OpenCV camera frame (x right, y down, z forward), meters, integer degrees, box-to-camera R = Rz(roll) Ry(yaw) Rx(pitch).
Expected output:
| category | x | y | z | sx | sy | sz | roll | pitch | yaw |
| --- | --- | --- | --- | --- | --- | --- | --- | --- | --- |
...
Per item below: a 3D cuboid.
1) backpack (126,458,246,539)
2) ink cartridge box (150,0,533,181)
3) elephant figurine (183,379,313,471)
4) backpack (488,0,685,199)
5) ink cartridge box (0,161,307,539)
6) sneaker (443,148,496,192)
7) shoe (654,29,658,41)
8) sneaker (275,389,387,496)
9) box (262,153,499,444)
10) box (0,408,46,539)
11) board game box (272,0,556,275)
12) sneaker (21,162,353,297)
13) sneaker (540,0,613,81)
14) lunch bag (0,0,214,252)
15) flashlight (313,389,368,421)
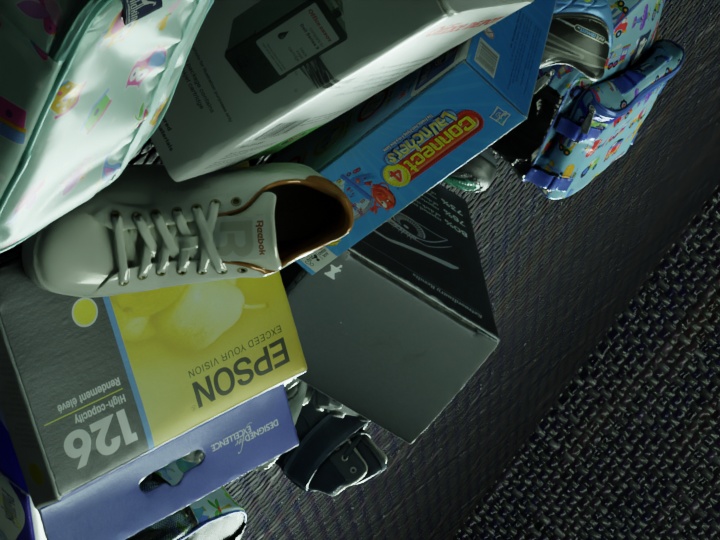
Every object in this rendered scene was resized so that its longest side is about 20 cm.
| category | x | y | z | sx | sy | sz | roll | pitch | yaw |
| --- | --- | --- | --- | --- | --- | --- | --- | --- | --- |
| backpack | -0.194 | 0.221 | 2.013 | 0.200 | 0.147 | 0.183 | -23 | 152 | -56 |
| ink cartridge box | -0.019 | -0.140 | 1.490 | 0.199 | 0.084 | 0.146 | -29 | 177 | 25 |
| elephant figurine | -0.080 | 0.039 | 1.921 | 0.155 | 0.141 | 0.201 | -90 | -164 | -60 |
| backpack | 0.184 | -0.184 | 2.121 | 0.182 | 0.134 | 0.200 | -34 | 159 | -53 |
| ink cartridge box | -0.127 | 0.057 | 1.584 | 0.197 | 0.201 | 0.047 | -27 | -163 | -33 |
| sneaker | 0.051 | -0.119 | 1.857 | 0.088 | 0.074 | 0.200 | -59 | -151 | 0 |
| shoe | 0.211 | -0.198 | 2.380 | 0.053 | 0.070 | 0.200 | -3 | -153 | 38 |
| sneaker | -0.014 | 0.104 | 2.298 | 0.203 | 0.146 | 0.077 | -54 | 165 | 19 |
| box | 0.000 | 0.000 | 1.798 | 0.104 | 0.148 | 0.200 | -50 | -159 | 22 |
| box | -0.181 | 0.078 | 1.707 | 0.200 | 0.105 | 0.184 | -45 | 166 | -20 |
| board game box | 0.034 | -0.120 | 1.654 | 0.196 | 0.056 | 0.200 | -36 | -157 | 35 |
| sneaker | -0.097 | -0.027 | 1.516 | 0.199 | 0.073 | 0.085 | -14 | -165 | -24 |
| sneaker | 0.077 | -0.147 | 1.796 | 0.198 | 0.083 | 0.071 | -7 | -168 | 5 |
| lunch bag | -0.142 | -0.110 | 1.313 | 0.160 | 0.077 | 0.200 | -34 | 161 | -50 |
| flashlight | 0.009 | 0.018 | 2.057 | 0.068 | 0.067 | 0.201 | 126 | -27 | -77 |
